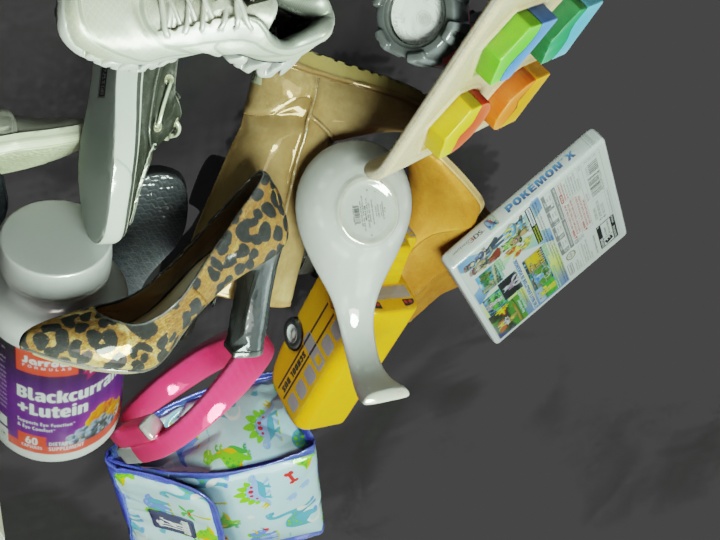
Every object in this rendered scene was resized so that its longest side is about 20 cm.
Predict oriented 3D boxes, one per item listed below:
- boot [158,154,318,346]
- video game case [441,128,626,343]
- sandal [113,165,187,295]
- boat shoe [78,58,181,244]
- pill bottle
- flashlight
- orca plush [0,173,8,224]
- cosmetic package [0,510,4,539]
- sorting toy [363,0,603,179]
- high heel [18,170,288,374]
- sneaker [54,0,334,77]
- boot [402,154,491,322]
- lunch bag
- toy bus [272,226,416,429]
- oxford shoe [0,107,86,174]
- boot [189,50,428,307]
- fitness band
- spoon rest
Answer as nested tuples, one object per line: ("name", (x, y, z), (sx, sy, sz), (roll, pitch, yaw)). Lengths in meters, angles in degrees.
("boot", (-0.076, -0.008, 0.957), (0.172, 0.070, 0.202), (9, 122, -32))
("video game case", (0.175, -0.026, 1.054), (0.182, 0.022, 0.200), (-40, 150, -1))
("sandal", (-0.203, -0.016, 0.912), (0.075, 0.043, 0.201), (13, 131, -26))
("boat shoe", (-0.158, -0.117, 0.780), (0.063, 0.070, 0.204), (3, 102, -35))
("pill bottle", (-0.240, 0.048, 0.859), (0.109, 0.112, 0.202), (-6, 136, -22))
("flashlight", (0.073, -0.183, 0.823), (0.067, 0.069, 0.199), (-6, -176, 24))
("orca plush", (-0.338, -0.003, 0.792), (0.197, 0.105, 0.072), (-24, 97, -6))
("cosmetic package", (-0.344, 0.122, 0.840), (0.086, 0.201, 0.104), (-22, 134, -8))
("sorting toy", (0.107, -0.149, 0.810), (0.184, 0.037, 0.200), (-31, 167, -48))
("high heel", (-0.144, -0.004, 0.778), (0.197, 0.071, 0.145), (-2, 110, -38))
("sneaker", (-0.105, -0.173, 0.728), (0.198, 0.080, 0.077), (-7, 95, -38))
("boot", (0.047, -0.031, 0.995), (0.144, 0.071, 0.201), (-41, 141, 4))
("lunch bag", (-0.141, 0.206, 1.074), (0.196, 0.129, 0.172), (-11, 139, -9))
("toy bus", (-0.011, 0.047, 0.962), (0.064, 0.079, 0.201), (-3, 138, -37))
("oxford shoe", (-0.283, -0.097, 0.779), (0.197, 0.059, 0.075), (-12, 174, -31))
("boot", (-0.040, -0.069, 0.879), (0.172, 0.066, 0.203), (14, 97, -22))
("fitness band", (-0.150, 0.104, 0.947), (0.038, 0.199, 0.144), (51, 60, -12))
("spoon rest", (0.000, 0.000, 0.858), (0.098, 0.060, 0.204), (-7, 95, -21))
